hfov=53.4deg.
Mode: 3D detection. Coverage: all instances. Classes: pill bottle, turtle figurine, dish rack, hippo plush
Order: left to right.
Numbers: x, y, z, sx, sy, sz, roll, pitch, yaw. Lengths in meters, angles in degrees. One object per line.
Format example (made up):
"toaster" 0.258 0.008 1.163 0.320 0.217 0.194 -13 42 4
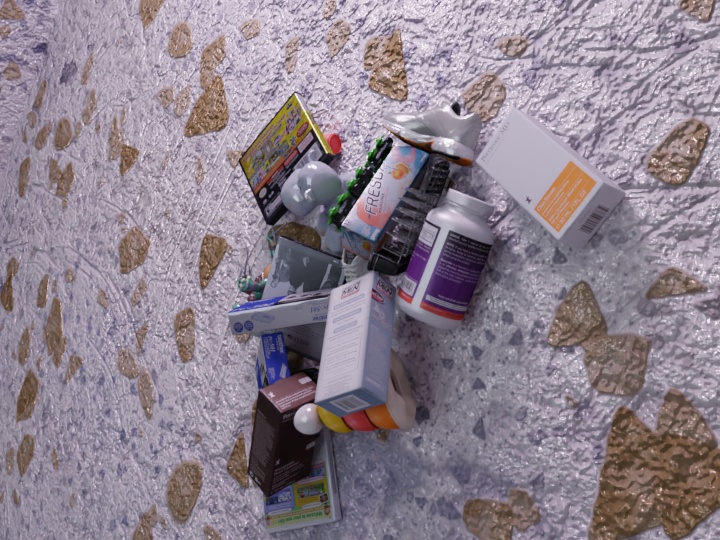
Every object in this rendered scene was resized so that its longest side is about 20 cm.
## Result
"turtle figurine" -0.191 0.007 1.436 0.100 0.150 0.200 37 131 -2
"hippo plush" -0.052 -0.120 1.287 0.198 0.159 0.162 -19 69 41
"dish rack" 0.086 -0.088 1.154 0.054 0.153 0.203 24 102 12
"pill bottle" 0.137 -0.018 1.112 0.112 0.111 0.203 30 103 44

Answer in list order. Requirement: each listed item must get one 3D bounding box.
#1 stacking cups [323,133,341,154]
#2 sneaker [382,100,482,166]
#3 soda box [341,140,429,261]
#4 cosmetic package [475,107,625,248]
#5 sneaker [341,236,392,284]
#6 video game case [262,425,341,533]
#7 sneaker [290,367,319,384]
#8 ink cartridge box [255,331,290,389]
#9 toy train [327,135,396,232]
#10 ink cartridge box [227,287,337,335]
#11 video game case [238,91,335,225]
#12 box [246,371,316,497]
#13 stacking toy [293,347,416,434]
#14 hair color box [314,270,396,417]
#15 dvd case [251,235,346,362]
"stacking cups" -0.118 -0.246 1.460 0.198 0.060 0.062 4 85 40
"sneaker" 0.125 -0.246 1.206 0.199 0.075 0.093 28 95 36
"soda box" 0.042 -0.115 1.179 0.063 0.069 0.201 25 63 13
"cosmetic package" 0.269 -0.135 1.031 0.102 0.071 0.201 -56 49 22
"sneaker" 0.000 0.000 1.254 0.076 0.080 0.204 16 109 40
"video game case" -0.120 0.391 1.356 0.199 0.022 0.185 -25 65 39
"sneaker" -0.046 0.215 1.275 0.198 0.077 0.071 0 82 45
"ink cartridge box" -0.168 0.196 1.354 0.201 0.043 0.095 114 147 -63
"toy train" 0.001 -0.145 1.214 0.201 0.041 0.056 -58 1 -22
"ink cartridge box" -0.128 0.072 1.287 0.197 0.094 0.045 -10 97 17
"video game case" -0.152 -0.223 1.427 0.200 0.025 0.182 -44 57 26
"box" -0.133 0.289 1.260 0.075 0.099 0.203 34 127 37
"stacking toy" -0.021 0.212 1.162 0.197 0.146 0.148 -21 65 13
"hair color box" -0.005 0.111 1.095 0.098 0.060 0.202 -24 45 37
"dvd case" -0.113 0.054 1.350 0.148 0.025 0.203 20 103 13
